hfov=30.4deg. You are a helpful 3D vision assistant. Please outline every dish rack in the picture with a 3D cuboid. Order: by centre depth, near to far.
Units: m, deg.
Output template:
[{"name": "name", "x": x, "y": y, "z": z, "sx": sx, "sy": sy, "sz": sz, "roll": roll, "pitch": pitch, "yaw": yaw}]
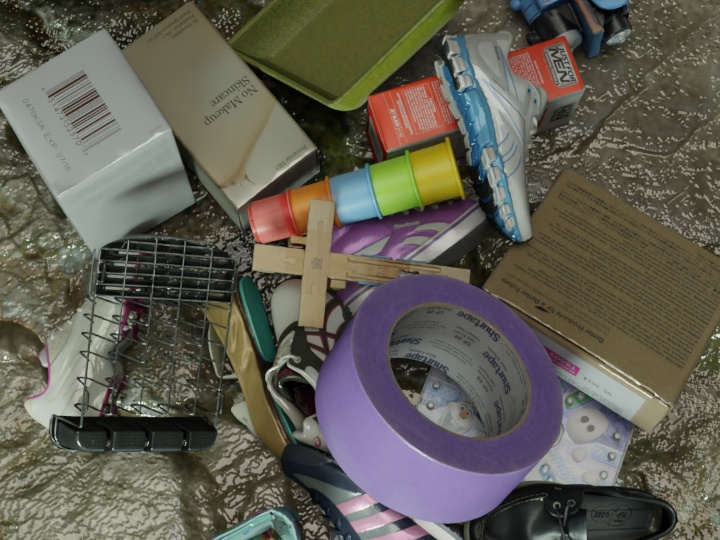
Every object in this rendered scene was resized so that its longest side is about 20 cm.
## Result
[{"name": "dish rack", "x": -0.187, "y": 0.067, "z": 1.181, "sx": 0.153, "sy": 0.054, "sz": 0.201, "roll": 4, "pitch": 95, "yaw": -35}]

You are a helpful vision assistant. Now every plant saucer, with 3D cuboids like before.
[{"name": "plant saucer", "x": -0.005, "y": -0.240, "z": 1.297, "sx": 0.200, "sy": 0.048, "sz": 0.200, "roll": -45, "pitch": 44, "yaw": -11}]

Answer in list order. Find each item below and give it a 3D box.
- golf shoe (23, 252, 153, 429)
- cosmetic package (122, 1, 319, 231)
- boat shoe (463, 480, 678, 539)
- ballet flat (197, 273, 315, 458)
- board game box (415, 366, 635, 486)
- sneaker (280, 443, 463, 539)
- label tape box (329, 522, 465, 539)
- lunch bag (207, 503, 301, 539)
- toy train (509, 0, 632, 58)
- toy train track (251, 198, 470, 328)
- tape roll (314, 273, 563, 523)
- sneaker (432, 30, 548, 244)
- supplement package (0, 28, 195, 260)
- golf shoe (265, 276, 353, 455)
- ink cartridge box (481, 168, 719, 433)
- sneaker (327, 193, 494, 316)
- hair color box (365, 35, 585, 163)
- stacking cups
[{"name": "golf shoe", "x": -0.252, "y": 0.059, "z": 1.240, "sx": 0.091, "sy": 0.075, "sz": 0.201, "roll": 13, "pitch": 74, "yaw": 7}, {"name": "cosmetic package", "x": -0.140, "y": -0.151, "z": 1.297, "sx": 0.103, "sy": 0.073, "sz": 0.200, "roll": -39, "pitch": 78, "yaw": -10}, {"name": "boat shoe", "x": 0.190, "y": 0.223, "z": 1.160, "sx": 0.198, "sy": 0.066, "sz": 0.075, "roll": 6, "pitch": 81, "yaw": -22}, {"name": "ballet flat", "x": -0.099, "y": 0.103, "z": 1.241, "sx": 0.063, "sy": 0.069, "sz": 0.201, "roll": -26, "pitch": 71, "yaw": 16}, {"name": "board game box", "x": 0.154, "y": 0.140, "z": 1.243, "sx": 0.199, "sy": 0.026, "sz": 0.201, "roll": 21, "pitch": 76, "yaw": 6}, {"name": "sneaker", "x": 0.004, "y": 0.225, "z": 1.131, "sx": 0.199, "sy": 0.070, "sz": 0.082, "roll": 31, "pitch": 73, "yaw": 11}, {"name": "label tape box", "x": 0.044, "y": 0.255, "z": 1.192, "sx": 0.143, "sy": 0.063, "sz": 0.201, "roll": 19, "pitch": 74, "yaw": 5}, {"name": "lunch bag", "x": -0.108, "y": 0.290, "z": 1.124, "sx": 0.121, "sy": 0.170, "sz": 0.201, "roll": 23, "pitch": 80, "yaw": 4}, {"name": "toy train", "x": 0.194, "y": -0.304, "z": 1.338, "sx": 0.114, "sy": 0.087, "sz": 0.201, "roll": -26, "pitch": 78, "yaw": 2}, {"name": "toy train track", "x": 0.000, "y": 0.000, "z": 1.213, "sx": 0.199, "sy": 0.033, "sz": 0.115, "roll": 7, "pitch": 84, "yaw": -8}, {"name": "tape roll", "x": 0.067, "y": 0.107, "z": 1.134, "sx": 0.199, "sy": 0.085, "sz": 0.201, "roll": 15, "pitch": 48, "yaw": -18}, {"name": "sneaker", "x": 0.135, "y": -0.125, "z": 1.197, "sx": 0.086, "sy": 0.075, "sz": 0.201, "roll": -16, "pitch": 89, "yaw": -11}, {"name": "supplement package", "x": -0.238, "y": -0.109, "z": 1.218, "sx": 0.117, "sy": 0.200, "sz": 0.117, "roll": -33, "pitch": 77, "yaw": -9}, {"name": "golf shoe", "x": -0.046, "y": 0.078, "z": 1.197, "sx": 0.077, "sy": 0.088, "sz": 0.201, "roll": -49, "pitch": 49, "yaw": 26}, {"name": "ink cartridge box", "x": 0.229, "y": 0.026, "z": 1.231, "sx": 0.199, "sy": 0.075, "sz": 0.165, "roll": 33, "pitch": 65, "yaw": 10}, {"name": "sneaker", "x": 0.039, "y": -0.046, "z": 1.271, "sx": 0.200, "sy": 0.073, "sz": 0.115, "roll": -32, "pitch": 74, "yaw": -8}, {"name": "hair color box", "x": 0.108, "y": -0.154, "z": 1.284, "sx": 0.199, "sy": 0.102, "sz": 0.062, "roll": -17, "pitch": 78, "yaw": -6}, {"name": "stacking cups", "x": -0.004, "y": -0.065, "z": 1.227, "sx": 0.199, "sy": 0.061, "sz": 0.061, "roll": -17, "pitch": 75, "yaw": 5}]
